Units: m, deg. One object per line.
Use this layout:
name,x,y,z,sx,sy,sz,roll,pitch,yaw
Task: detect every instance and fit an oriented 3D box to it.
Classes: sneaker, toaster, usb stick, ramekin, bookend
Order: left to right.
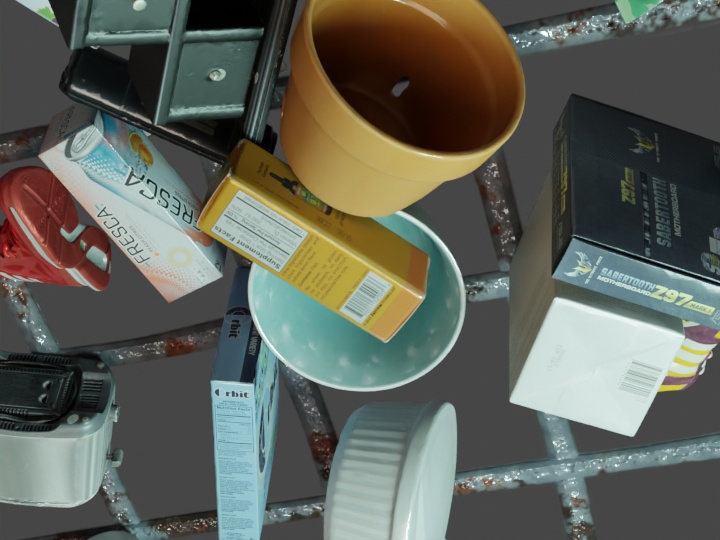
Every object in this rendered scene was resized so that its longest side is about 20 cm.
sneaker,-0.315,-0.029,1.398,0.114,0.079,0.200,-3,153,13
toaster,-0.342,0.163,1.553,0.197,0.114,0.130,4,129,0
bookend,-0.164,-0.199,1.215,0.198,0.093,0.200,-6,137,-27
usb stick,-0.168,-0.141,1.343,0.198,0.056,0.033,23,156,-17
ramekin,0.030,0.223,1.516,0.093,0.203,0.204,8,128,14
sneaker,0.312,0.060,1.450,0.199,0.076,0.090,-28,127,30

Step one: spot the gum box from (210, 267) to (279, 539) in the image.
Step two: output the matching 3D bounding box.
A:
gum box,-0.110,0.130,1.471,0.044,0.171,0.202,4,127,3

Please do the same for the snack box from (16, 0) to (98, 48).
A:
snack box,-0.240,-0.279,1.198,0.142,0.053,0.199,-43,138,16

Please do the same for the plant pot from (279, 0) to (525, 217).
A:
plant pot,0.019,-0.138,1.263,0.198,0.202,0.140,24,141,-12

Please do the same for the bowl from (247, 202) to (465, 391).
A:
bowl,0.000,0.000,1.402,0.198,0.105,0.203,2,121,4

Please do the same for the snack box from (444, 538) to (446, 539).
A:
snack box,0.045,0.391,1.710,0.199,0.068,0.169,-33,116,23

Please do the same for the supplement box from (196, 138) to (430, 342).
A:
supplement box,-0.039,-0.025,1.291,0.199,0.067,0.069,34,122,-13

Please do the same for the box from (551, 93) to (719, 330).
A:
box,0.241,-0.053,1.287,0.156,0.201,0.051,17,131,-7

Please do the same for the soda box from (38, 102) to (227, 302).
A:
soda box,-0.204,-0.066,1.397,0.068,0.064,0.200,-25,124,22

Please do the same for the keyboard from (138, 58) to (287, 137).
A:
keyboard,-0.163,-0.163,1.364,0.198,0.011,0.056,-22,126,20

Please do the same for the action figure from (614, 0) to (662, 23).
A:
action figure,0.277,-0.288,1.208,0.198,0.055,0.119,-26,117,17

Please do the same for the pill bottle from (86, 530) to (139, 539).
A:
pill bottle,-0.259,0.398,1.714,0.113,0.115,0.202,-8,125,11

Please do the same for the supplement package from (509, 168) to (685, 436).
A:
supplement package,0.204,0.024,1.346,0.118,0.201,0.122,15,127,-6
